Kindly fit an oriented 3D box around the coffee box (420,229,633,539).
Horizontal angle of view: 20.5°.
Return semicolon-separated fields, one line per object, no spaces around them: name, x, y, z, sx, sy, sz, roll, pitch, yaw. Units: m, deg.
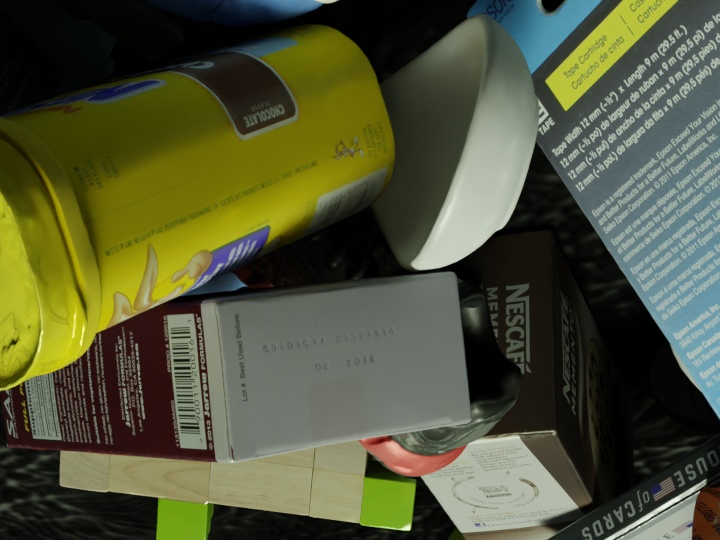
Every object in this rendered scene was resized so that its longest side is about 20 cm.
coffee box;0.086;0.078;1.032;0.080;0.113;0.200;-7;150;17

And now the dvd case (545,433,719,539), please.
dvd case;0.205;0.134;1.033;0.150;0.025;0.200;-36;144;25

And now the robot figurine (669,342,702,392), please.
robot figurine;0.235;0.016;0.889;0.200;0.125;0.150;9;145;-10

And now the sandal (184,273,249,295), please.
sandal;-0.110;-0.029;0.908;0.200;0.080;0.087;19;146;-41

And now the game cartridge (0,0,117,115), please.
game cartridge;-0.178;-0.045;0.766;0.041;0.200;0.133;13;159;39

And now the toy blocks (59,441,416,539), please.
toy blocks;-0.063;0.073;1.026;0.200;0.100;0.137;6;-165;6

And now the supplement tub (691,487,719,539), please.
supplement tub;0.255;0.144;0.897;0.200;0.123;0.123;-4;150;17

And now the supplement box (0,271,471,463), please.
supplement box;-0.058;0.038;0.795;0.109;0.061;0.200;-6;-179;-32

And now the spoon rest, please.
spoon rest;0.028;-0.048;0.793;0.061;0.100;0.200;15;180;-4

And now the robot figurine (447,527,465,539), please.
robot figurine;0.132;0.211;1.263;0.200;0.116;0.175;22;137;-28

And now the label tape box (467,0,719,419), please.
label tape box;0.142;-0.060;0.762;0.066;0.200;0.143;-24;167;-35

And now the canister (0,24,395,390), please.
canister;-0.099;-0.025;0.724;0.148;0.087;0.200;-10;-169;40

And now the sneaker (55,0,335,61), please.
sneaker;-0.086;-0.141;0.692;0.111;0.077;0.200;-21;150;21

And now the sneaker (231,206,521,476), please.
sneaker;0.000;0.000;0.873;0.201;0.071;0.098;53;147;-9

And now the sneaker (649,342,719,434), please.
sneaker;0.253;0.070;1.040;0.200;0.070;0.082;0;147;10
